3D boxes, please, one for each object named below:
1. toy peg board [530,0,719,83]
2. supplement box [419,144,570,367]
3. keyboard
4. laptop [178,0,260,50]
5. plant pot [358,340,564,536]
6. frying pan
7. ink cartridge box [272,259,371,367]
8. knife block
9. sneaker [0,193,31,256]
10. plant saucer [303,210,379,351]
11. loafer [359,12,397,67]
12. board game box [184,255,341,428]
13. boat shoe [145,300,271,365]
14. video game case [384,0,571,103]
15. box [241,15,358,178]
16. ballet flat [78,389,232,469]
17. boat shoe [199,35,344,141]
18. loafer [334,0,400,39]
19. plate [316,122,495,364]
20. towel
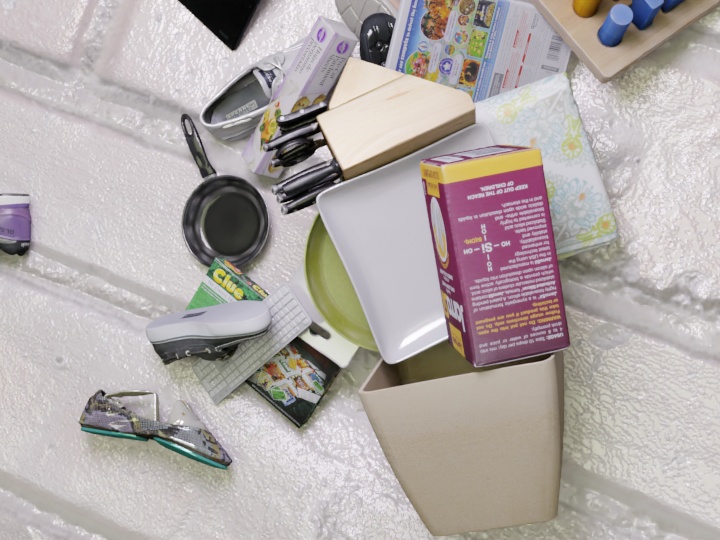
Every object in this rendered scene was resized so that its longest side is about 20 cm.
[{"bbox_3d":[0.281,-0.343,1.229,0.200,0.098,0.200,-35,78,-13],"label":"toy peg board"},{"bbox_3d":[0.132,-0.020,1.158,0.103,0.131,0.201,-11,98,-6],"label":"supplement box"},{"bbox_3d":[-0.130,0.087,1.343,0.200,0.011,0.056,-41,86,36],"label":"keyboard"},{"bbox_3d":[-0.148,-0.415,1.424,0.187,0.116,0.200,44,126,13],"label":"laptop"},{"bbox_3d":[0.129,0.169,1.230,0.199,0.200,0.178,-11,98,14],"label":"plant pot"},{"bbox_3d":[-0.186,-0.084,1.401,0.115,0.031,0.190,-45,76,10],"label":"frying pan"},{"bbox_3d":[0.000,0.000,1.330,0.116,0.068,0.201,34,94,13],"label":"ink cartridge box"},{"bbox_3d":[0.004,-0.124,1.212,0.199,0.064,0.176,19,77,11],"label":"knife block"},{"bbox_3d":[-0.514,-0.046,1.465,0.199,0.076,0.088,-4,92,14],"label":"sneaker"},{"bbox_3d":[0.037,-0.011,1.266,0.199,0.031,0.201,0,96,-3],"label":"plant saucer"},{"bbox_3d":[0.039,-0.195,1.322,0.068,0.070,0.202,-13,110,-3],"label":"loafer"},{"bbox_3d":[-0.118,0.084,1.366,0.200,0.023,0.105,39,115,13],"label":"board game box"},{"bbox_3d":[-0.170,0.075,1.330,0.199,0.069,0.057,-7,108,43],"label":"boat shoe"},{"bbox_3d":[0.130,-0.233,1.275,0.199,0.018,0.144,10,107,-12],"label":"video game case"},{"bbox_3d":[-0.073,-0.198,1.338,0.200,0.041,0.039,-56,49,25],"label":"box"},{"bbox_3d":[-0.241,0.182,1.384,0.199,0.072,0.073,13,90,13],"label":"ballet flat"},{"bbox_3d":[-0.102,-0.219,1.371,0.200,0.065,0.074,-36,79,10],"label":"boat shoe"},{"bbox_3d":[0.059,-0.276,1.343,0.200,0.063,0.072,39,138,14],"label":"loafer"},{"bbox_3d":[0.077,-0.029,1.230,0.199,0.032,0.201,-24,99,-5],"label":"plate"},{"bbox_3d":[0.178,-0.097,1.272,0.170,0.048,0.201,-18,103,15],"label":"towel"}]
